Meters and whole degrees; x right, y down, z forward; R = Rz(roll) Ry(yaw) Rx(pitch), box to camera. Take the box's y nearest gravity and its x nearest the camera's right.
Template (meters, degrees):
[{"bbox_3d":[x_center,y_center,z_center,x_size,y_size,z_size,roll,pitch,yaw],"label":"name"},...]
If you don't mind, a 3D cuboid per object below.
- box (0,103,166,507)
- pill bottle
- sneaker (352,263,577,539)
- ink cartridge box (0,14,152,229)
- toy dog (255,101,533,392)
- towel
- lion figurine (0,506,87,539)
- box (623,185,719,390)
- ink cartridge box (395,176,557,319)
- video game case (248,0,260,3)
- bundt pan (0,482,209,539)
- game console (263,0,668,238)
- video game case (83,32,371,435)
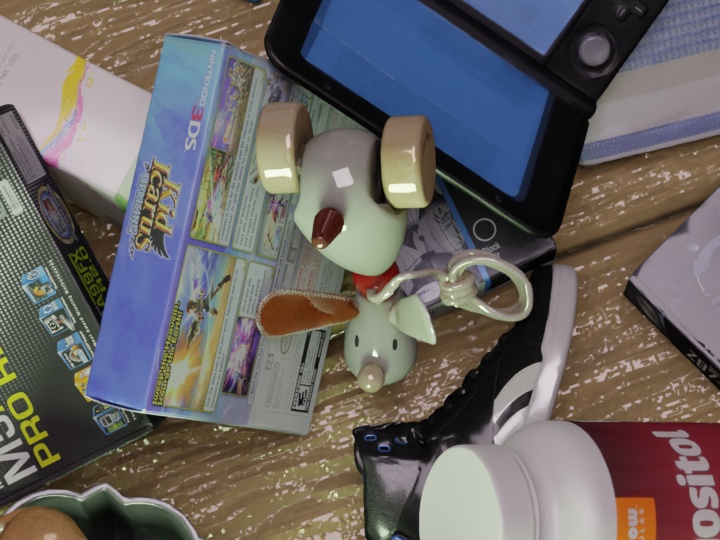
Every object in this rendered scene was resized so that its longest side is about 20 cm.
[{"bbox_3d":[-0.221,0.031,1.310,0.159,0.044,0.201,-26,95,16],"label":"box"},{"bbox_3d":[0.138,0.139,1.261,0.199,0.113,0.114,2,74,-29],"label":"pill bottle"},{"bbox_3d":[0.055,0.082,1.338,0.111,0.073,0.202,14,79,4],"label":"sneaker"},{"bbox_3d":[-0.174,-0.085,1.365,0.199,0.117,0.068,27,81,8],"label":"ink cartridge box"},{"bbox_3d":[0.000,0.000,1.260,0.131,0.201,0.097,-13,38,29],"label":"toy dog"},{"bbox_3d":[0.178,-0.169,1.371,0.146,0.024,0.202,-15,109,-2],"label":"towel"},{"bbox_3d":[-0.150,0.178,1.248,0.199,0.073,0.123,36,73,14],"label":"lion figurine"},{"bbox_3d":[0.280,-0.004,1.365,0.200,0.044,0.160,-43,79,-8],"label":"box"},{"bbox_3d":[0.033,-0.077,1.396,0.099,0.039,0.201,-26,76,-3],"label":"ink cartridge box"},{"bbox_3d":[-0.087,-0.284,1.461,0.142,0.018,0.201,23,78,8],"label":"video game case"},{"bbox_3d":[-0.152,0.227,1.309,0.200,0.076,0.204,0,76,2],"label":"bundt pan"},{"bbox_3d":[0.071,-0.151,1.294,0.199,0.117,0.176,32,104,-14],"label":"game console"},{"bbox_3d":[-0.068,-0.015,1.294,0.045,0.181,0.202,12,88,28],"label":"video game case"}]
